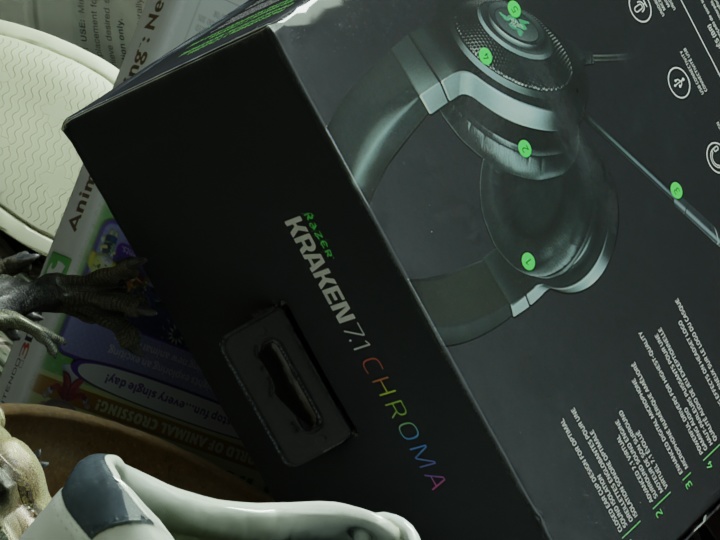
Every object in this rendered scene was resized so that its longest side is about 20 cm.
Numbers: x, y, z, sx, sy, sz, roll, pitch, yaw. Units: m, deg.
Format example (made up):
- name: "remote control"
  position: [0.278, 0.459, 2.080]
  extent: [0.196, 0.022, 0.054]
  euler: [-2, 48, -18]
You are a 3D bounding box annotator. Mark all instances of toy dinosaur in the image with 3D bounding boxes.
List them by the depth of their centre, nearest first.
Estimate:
- name: "toy dinosaur"
  position: [-0.111, 0.014, 0.740]
  extent: [0.088, 0.048, 0.200]
  euler: [-12, 28, -35]

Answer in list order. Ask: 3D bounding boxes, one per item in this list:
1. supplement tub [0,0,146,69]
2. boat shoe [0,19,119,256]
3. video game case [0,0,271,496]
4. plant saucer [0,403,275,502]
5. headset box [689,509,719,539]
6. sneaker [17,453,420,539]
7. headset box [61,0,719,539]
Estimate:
- name: "supplement tub"
  position: [-0.019, -0.103, 1.035]
  extent: [0.199, 0.132, 0.132]
  euler: [10, 7, 26]
- name: "boat shoe"
  position: [-0.078, -0.019, 0.982]
  extent: [0.200, 0.072, 0.068]
  euler: [28, -20, -2]
- name: "video game case"
  position: [0.000, 0.000, 0.870]
  extent: [0.200, 0.183, 0.022]
  euler: [22, -2, -36]
- name: "plant saucer"
  position: [-0.039, 0.112, 0.738]
  extent: [0.200, 0.035, 0.200]
  euler: [32, 18, -12]
- name: "headset box"
  position: [0.175, 0.139, 0.891]
  extent: [0.149, 0.077, 0.200]
  euler: [64, -4, -38]
- name: "sneaker"
  position: [0.001, 0.096, 0.674]
  extent: [0.200, 0.071, 0.073]
  euler: [20, 23, -39]
- name: "headset box"
  position: [0.041, -0.013, 0.780]
  extent: [0.200, 0.093, 0.174]
  euler: [-38, 103, -42]
